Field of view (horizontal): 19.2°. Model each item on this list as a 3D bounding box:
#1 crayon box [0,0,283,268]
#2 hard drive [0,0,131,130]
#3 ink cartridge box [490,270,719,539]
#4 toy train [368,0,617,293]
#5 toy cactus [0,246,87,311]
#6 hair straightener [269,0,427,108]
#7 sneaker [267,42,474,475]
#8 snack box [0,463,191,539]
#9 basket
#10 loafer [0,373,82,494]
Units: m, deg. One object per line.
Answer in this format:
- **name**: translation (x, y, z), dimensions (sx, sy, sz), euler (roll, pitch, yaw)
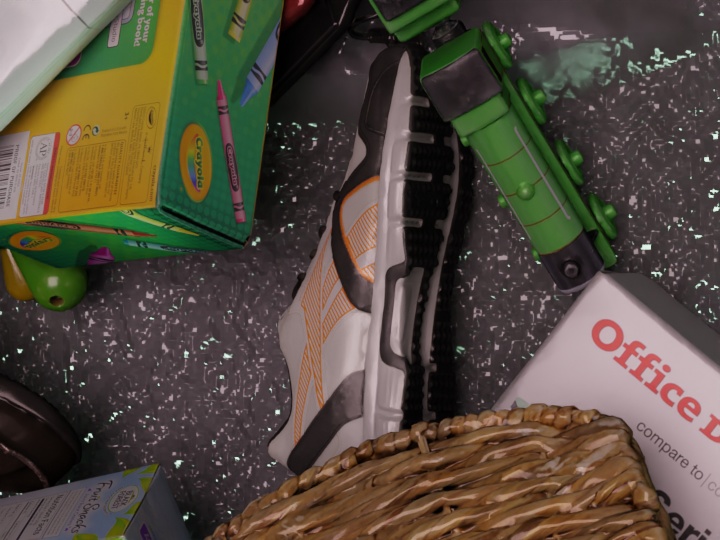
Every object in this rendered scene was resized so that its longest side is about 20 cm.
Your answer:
- **crayon box**: translation (-0.094, -0.108, 0.917), dimensions (0.118, 0.058, 0.202), euler (-5, 71, 40)
- **hard drive**: translation (-0.209, -0.095, 0.894), dimensions (0.200, 0.027, 0.132), euler (-42, 84, 12)
- **ink cartridge box**: translation (0.100, 0.120, 0.879), dimensions (0.145, 0.084, 0.201), euler (39, 99, 14)
- **toy train**: translation (0.049, -0.073, 0.879), dimensions (0.041, 0.056, 0.201), euler (-29, 108, 15)
- **toy cactus**: translation (-0.220, -0.035, 0.988), dimensions (0.198, 0.102, 0.167), euler (4, 79, 25)
- **hair straightener**: translation (0.006, -0.129, 0.930), dimensions (0.200, 0.077, 0.041), euler (-41, 48, 23)
- **sneaker**: translation (0.000, 0.000, 0.922), dimensions (0.079, 0.074, 0.202), euler (3, 84, 29)
- **snack box**: translation (-0.154, 0.189, 0.931), dimensions (0.198, 0.068, 0.170), euler (-15, 110, 15)
- **basket**: translation (0.033, 0.154, 0.804), dimensions (0.198, 0.149, 0.144), euler (-22, 51, 4)
- **loafer**: translation (-0.222, 0.083, 0.946), dimensions (0.198, 0.073, 0.072), euler (4, 60, 10)
